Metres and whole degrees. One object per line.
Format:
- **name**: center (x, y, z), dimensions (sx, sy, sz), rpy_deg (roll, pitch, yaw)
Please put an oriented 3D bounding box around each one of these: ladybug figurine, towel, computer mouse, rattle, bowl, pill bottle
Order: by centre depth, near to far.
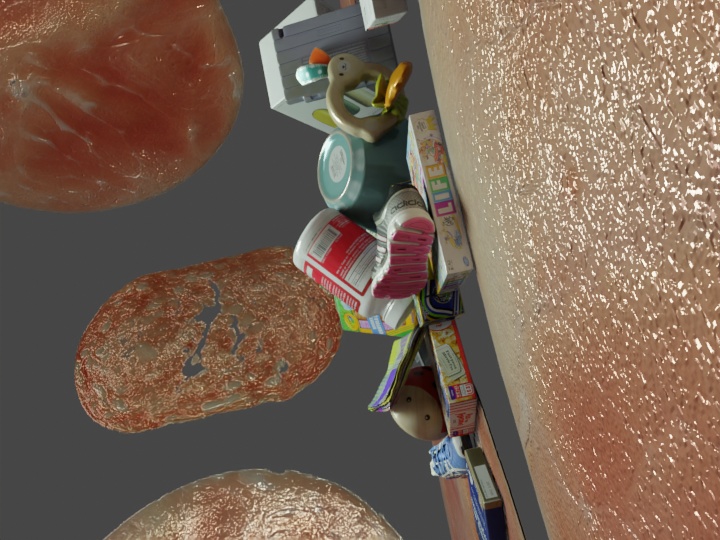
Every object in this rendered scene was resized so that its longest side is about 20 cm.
- **rattle**: center (-0.018, -0.300, 0.943), dimensions (0.201, 0.130, 0.143), rpy_deg (49, -176, 12)
- **pill bottle**: center (0.000, 0.000, 0.992), dimensions (0.199, 0.113, 0.112), rpy_deg (36, 169, 12)
- **bowl**: center (-0.001, -0.165, 1.039), dimensions (0.199, 0.103, 0.206), rpy_deg (-2, 88, 57)
- **towel**: center (0.058, 0.164, 1.046), dimensions (0.200, 0.022, 0.146), rpy_deg (119, 175, -74)
- **ladybug figurine**: center (0.121, 0.227, 1.126), dimensions (0.135, 0.072, 0.200), rpy_deg (39, -158, 10)
- **computer mouse**: center (0.155, 0.208, 1.312), dimensions (0.139, 0.052, 0.203), rpy_deg (91, 156, -81)

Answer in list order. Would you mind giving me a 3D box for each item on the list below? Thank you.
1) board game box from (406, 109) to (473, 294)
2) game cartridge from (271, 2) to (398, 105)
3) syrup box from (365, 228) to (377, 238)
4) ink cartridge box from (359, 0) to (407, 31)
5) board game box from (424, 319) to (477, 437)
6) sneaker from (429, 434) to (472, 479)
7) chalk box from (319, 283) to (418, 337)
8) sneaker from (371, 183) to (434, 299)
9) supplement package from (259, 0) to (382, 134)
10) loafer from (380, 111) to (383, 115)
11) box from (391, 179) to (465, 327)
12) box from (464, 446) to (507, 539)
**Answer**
- **board game box**: center (0.098, -0.082, 0.811), dimensions (0.135, 0.033, 0.204), rpy_deg (80, 179, -77)
- **game cartridge**: center (-0.042, -0.360, 1.044), dimensions (0.038, 0.196, 0.132), rpy_deg (-21, -82, -82)
- **syrup box**: center (0.063, -0.084, 1.281), dimensions (0.079, 0.080, 0.203), rpy_deg (117, 150, -44)
- **ink cartridge box**: center (0.024, -0.406, 0.889), dimensions (0.200, 0.049, 0.111), rpy_deg (-98, -4, -74)
- **board game box**: center (0.139, 0.146, 1.020), dimensions (0.152, 0.045, 0.203), rpy_deg (78, -179, -57)
- **sneaker**: center (0.165, 0.337, 1.124), dimensions (0.201, 0.075, 0.077), rpy_deg (81, 179, -57)
- **chalk box**: center (0.024, 0.032, 1.167), dimensions (0.125, 0.196, 0.126), rpy_deg (-57, -36, -47)
- **sneaker**: center (0.051, -0.036, 0.817), dimensions (0.201, 0.072, 0.089), rpy_deg (98, 167, -57)
- **supplement package**: center (-0.063, -0.378, 1.201), dimensions (0.198, 0.150, 0.154), rpy_deg (11, -120, -50)
- **loafer**: center (0.058, -0.194, 1.144), dimensions (0.070, 0.069, 0.204), rpy_deg (-49, -34, -53)
- **box**: center (0.095, -0.026, 0.909), dimensions (0.070, 0.063, 0.204), rpy_deg (80, 177, -79)
- **box**: center (0.199, 0.394, 0.970), dimensions (0.121, 0.032, 0.204), rpy_deg (-102, -1, -70)
